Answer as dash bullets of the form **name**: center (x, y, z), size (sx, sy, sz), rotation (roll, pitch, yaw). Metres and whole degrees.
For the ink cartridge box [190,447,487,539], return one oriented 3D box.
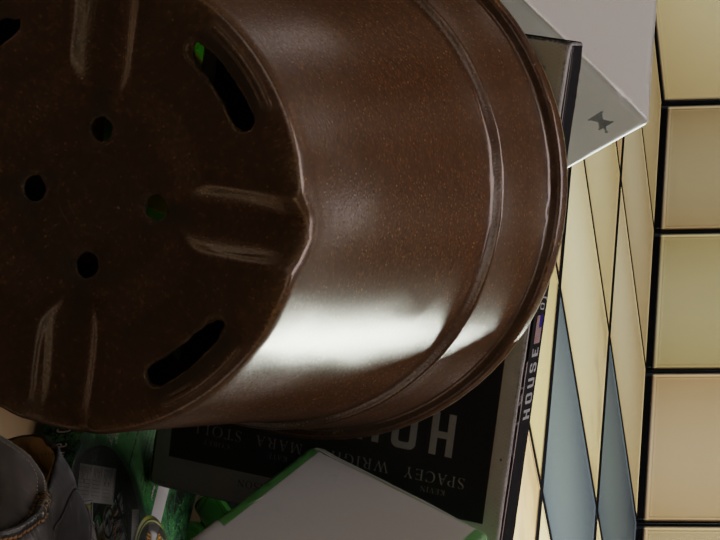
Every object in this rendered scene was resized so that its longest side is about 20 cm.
- **ink cartridge box**: center (-0.039, 0.189, 0.945), size (0.146, 0.084, 0.200), rotation (-35, 145, -56)

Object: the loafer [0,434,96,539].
- **loafer**: center (-0.128, 0.085, 0.800), size (0.200, 0.073, 0.072), rotation (70, 11, -83)

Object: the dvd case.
- **dvd case**: center (0.000, 0.000, 0.983), size (0.025, 0.150, 0.200), rotation (-11, 110, -68)

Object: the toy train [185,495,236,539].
- **toy train**: center (-0.008, 0.167, 1.042), size (0.200, 0.042, 0.056), rotation (56, -35, 17)

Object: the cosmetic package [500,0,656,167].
- **cosmetic package**: center (0.023, -0.122, 1.137), size (0.123, 0.199, 0.200), rotation (39, 39, -28)

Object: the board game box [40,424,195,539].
- **board game box**: center (-0.100, 0.098, 0.996), size (0.200, 0.023, 0.105), rotation (-78, 153, -45)

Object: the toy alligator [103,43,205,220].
- **toy alligator**: center (-0.082, -0.041, 1.050), size (0.059, 0.054, 0.200), rotation (-60, 153, -63)

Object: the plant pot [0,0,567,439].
- **plant pot**: center (-0.052, -0.030, 0.881), size (0.198, 0.200, 0.200), rotation (-7, 96, -68)
